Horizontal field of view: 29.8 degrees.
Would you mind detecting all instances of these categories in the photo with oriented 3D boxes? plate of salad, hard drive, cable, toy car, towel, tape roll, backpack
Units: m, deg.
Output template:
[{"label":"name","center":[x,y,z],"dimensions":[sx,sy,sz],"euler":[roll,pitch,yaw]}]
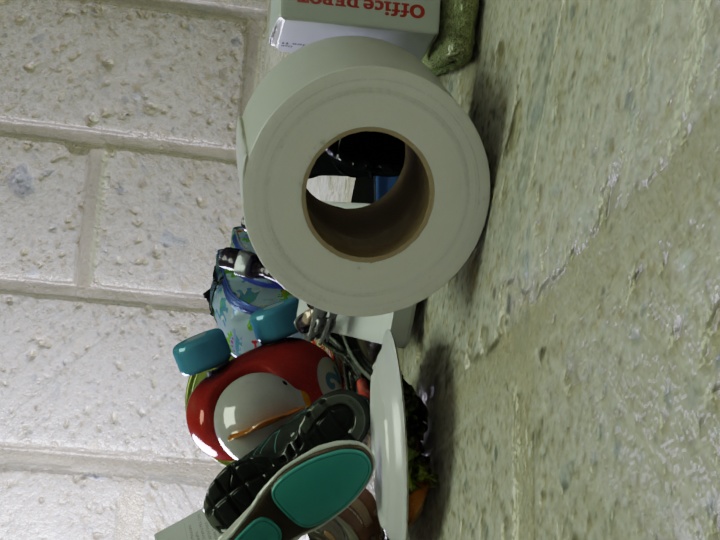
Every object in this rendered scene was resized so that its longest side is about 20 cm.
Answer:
[{"label":"plate of salad","center":[0.038,0.153,1.197],"dimensions":[0.200,0.047,0.204],"euler":[177,90,-86]},{"label":"hard drive","center":[0.000,0.000,1.358],"dimensions":[0.199,0.026,0.134],"euler":[8,87,61]},{"label":"cable","center":[-0.012,0.103,1.389],"dimensions":[0.202,0.050,0.098],"euler":[67,150,28]},{"label":"toy car","center":[-0.091,0.145,1.414],"dimensions":[0.200,0.175,0.187],"euler":[-171,61,-77]},{"label":"towel","center":[0.076,-0.254,1.247],"dimensions":[0.200,0.036,0.151],"euler":[-142,57,-79]},{"label":"tape roll","center":[-0.002,-0.081,1.116],"dimensions":[0.139,0.199,0.206],"euler":[-111,29,-69]},{"label":"backpack","center":[-0.096,0.031,1.686],"dimensions":[0.201,0.180,0.149],"euler":[-113,29,-62]}]

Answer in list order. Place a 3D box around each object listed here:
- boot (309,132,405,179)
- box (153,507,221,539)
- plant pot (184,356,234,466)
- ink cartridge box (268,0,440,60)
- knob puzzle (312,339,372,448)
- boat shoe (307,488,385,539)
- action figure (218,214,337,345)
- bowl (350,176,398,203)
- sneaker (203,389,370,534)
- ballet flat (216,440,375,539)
[{"label":"boot","center":[-0.023,-0.121,1.314],"dimensions":[0.162,0.195,0.075],"euler":[-124,38,-86]},{"label":"box","center":[-0.098,0.355,1.342],"dimensions":[0.201,0.129,0.200],"euler":[65,177,-27]},{"label":"plant pot","center":[-0.110,0.181,1.733],"dimensions":[0.184,0.197,0.204],"euler":[-159,74,-69]},{"label":"ink cartridge box","center":[-0.002,-0.295,1.190],"dimensions":[0.083,0.144,0.203],"euler":[138,134,-78]},{"label":"knob puzzle","center":[-0.012,0.113,1.508],"dimensions":[0.219,0.030,0.223],"euler":[168,90,-71]},{"label":"boat shoe","center":[-0.004,0.278,1.346],"dimensions":[0.072,0.075,0.201],"euler":[-47,-21,-25]},{"label":"action figure","center":[-0.057,-0.004,1.369],"dimensions":[0.199,0.069,0.132],"euler":[28,98,46]},{"label":"bowl","center":[0.016,-0.040,1.478],"dimensions":[0.201,0.039,0.204],"euler":[-174,90,-81]},{"label":"sneaker","center":[-0.065,0.187,1.311],"dimensions":[0.076,0.199,0.079],"euler":[54,-169,2]},{"label":"ballet flat","center":[-0.071,0.218,1.239],"dimensions":[0.200,0.069,0.069],"euler":[-43,16,5]}]
